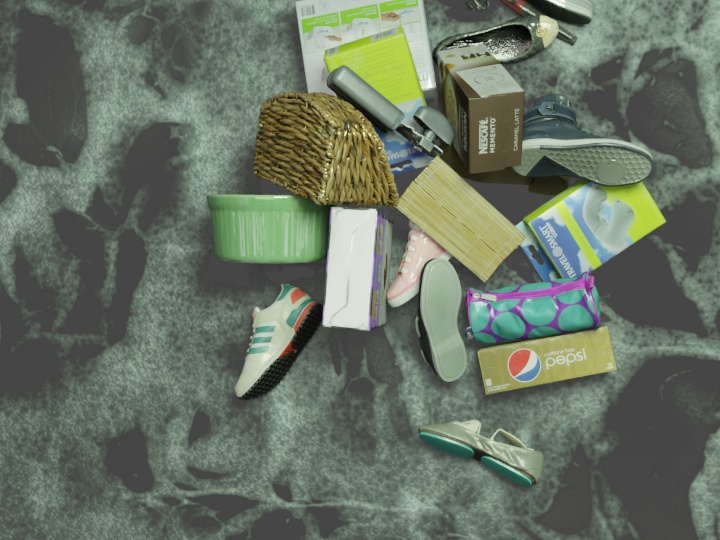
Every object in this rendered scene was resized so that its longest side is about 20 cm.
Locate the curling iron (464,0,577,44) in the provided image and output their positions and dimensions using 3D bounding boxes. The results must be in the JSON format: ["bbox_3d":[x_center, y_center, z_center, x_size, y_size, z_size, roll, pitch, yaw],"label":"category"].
[{"bbox_3d":[0.250,-0.404,1.348,0.198,0.026,0.050,25,112,3],"label":"curling iron"}]

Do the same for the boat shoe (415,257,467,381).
[{"bbox_3d":[0.113,0.071,1.292,0.075,0.060,0.202,-15,113,-24],"label":"boat shoe"}]

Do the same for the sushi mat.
[{"bbox_3d":[0.149,-0.074,1.269,0.199,0.012,0.096,38,106,-21],"label":"sushi mat"}]

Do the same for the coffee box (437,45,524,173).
[{"bbox_3d":[0.171,-0.239,1.245,0.079,0.201,0.115,-8,122,-4],"label":"coffee box"}]

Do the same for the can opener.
[{"bbox_3d":[0.047,-0.232,1.213,0.199,0.053,0.067,36,83,-18],"label":"can opener"}]

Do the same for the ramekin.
[{"bbox_3d":[-0.134,-0.066,1.305,0.198,0.200,0.099,1,95,8],"label":"ramekin"}]

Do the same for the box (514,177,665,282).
[{"bbox_3d":[0.343,-0.070,1.297,0.199,0.048,0.122,-35,99,5],"label":"box"}]

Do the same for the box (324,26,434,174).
[{"bbox_3d":[0.034,-0.242,1.262,0.121,0.048,0.202,-14,119,9],"label":"box"}]

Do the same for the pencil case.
[{"bbox_3d":[0.255,0.056,1.276,0.198,0.093,0.086,-10,47,19],"label":"pencil case"}]

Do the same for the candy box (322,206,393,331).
[{"bbox_3d":[0.000,0.000,1.276,0.071,0.200,0.170,4,89,9],"label":"candy box"}]

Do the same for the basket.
[{"bbox_3d":[-0.043,-0.183,1.241,0.199,0.148,0.144,28,113,49],"label":"basket"}]

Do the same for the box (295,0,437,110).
[{"bbox_3d":[0.012,-0.342,1.341,0.198,0.097,0.179,-10,87,7],"label":"box"}]

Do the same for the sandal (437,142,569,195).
[{"bbox_3d":[0.224,-0.179,1.332,0.209,0.078,0.070,16,57,1],"label":"sandal"}]

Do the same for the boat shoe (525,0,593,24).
[{"bbox_3d":[0.277,-0.448,1.322,0.201,0.074,0.065,34,97,15],"label":"boat shoe"}]

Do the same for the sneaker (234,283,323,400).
[{"bbox_3d":[-0.147,0.111,1.369,0.093,0.070,0.200,39,96,25],"label":"sneaker"}]

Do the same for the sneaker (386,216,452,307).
[{"bbox_3d":[0.090,-0.044,1.322,0.105,0.075,0.200,45,86,-8],"label":"sneaker"}]

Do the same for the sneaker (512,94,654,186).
[{"bbox_3d":[0.331,-0.197,1.263,0.200,0.147,0.077,9,133,12],"label":"sneaker"}]

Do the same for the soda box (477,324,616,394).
[{"bbox_3d":[0.281,0.134,1.301,0.198,0.064,0.069,-12,87,7],"label":"soda box"}]

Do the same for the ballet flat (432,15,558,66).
[{"bbox_3d":[0.211,-0.349,1.329,0.198,0.057,0.067,-13,103,9],"label":"ballet flat"}]

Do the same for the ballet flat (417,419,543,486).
[{"bbox_3d":[0.187,0.267,1.318,0.198,0.068,0.064,23,64,8],"label":"ballet flat"}]
